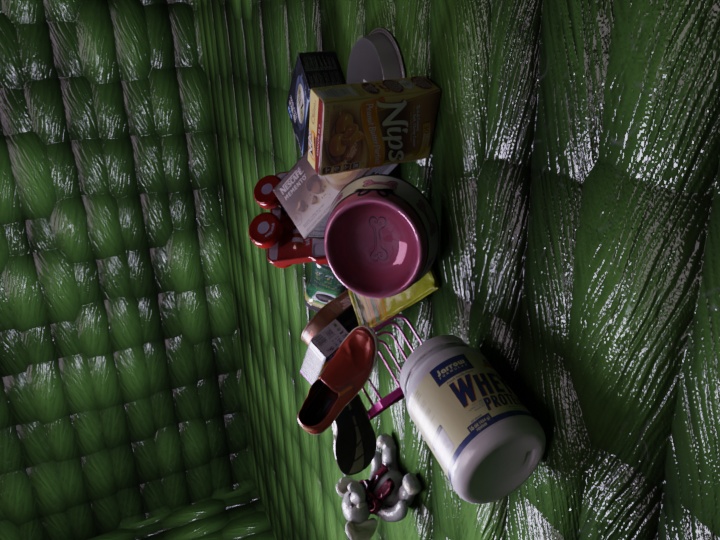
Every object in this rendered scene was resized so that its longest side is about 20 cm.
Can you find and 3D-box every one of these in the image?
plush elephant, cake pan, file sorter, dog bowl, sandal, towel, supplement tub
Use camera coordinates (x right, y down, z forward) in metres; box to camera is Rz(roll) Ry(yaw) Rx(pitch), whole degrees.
[{"bbox_3d":[0.023,0.482,1.324,0.166,0.151,0.205,-126,33,-47],"label":"plush elephant"},{"bbox_3d":[0.023,-0.323,1.102,0.199,0.036,0.207,169,91,-69],"label":"cake pan"},{"bbox_3d":[0.034,0.187,1.142,0.127,0.137,0.201,56,153,14],"label":"file sorter"},{"bbox_3d":[0.028,-0.046,0.997,0.074,0.194,0.206,-54,-35,-63],"label":"dog bowl"},{"bbox_3d":[-0.022,0.259,1.085,0.057,0.077,0.207,-153,51,-78],"label":"sandal"},{"bbox_3d":[0.053,0.033,1.099,0.198,0.018,0.088,-34,73,40],"label":"towel"},{"bbox_3d":[0.150,0.203,0.871,0.201,0.141,0.148,-126,32,-48],"label":"supplement tub"}]

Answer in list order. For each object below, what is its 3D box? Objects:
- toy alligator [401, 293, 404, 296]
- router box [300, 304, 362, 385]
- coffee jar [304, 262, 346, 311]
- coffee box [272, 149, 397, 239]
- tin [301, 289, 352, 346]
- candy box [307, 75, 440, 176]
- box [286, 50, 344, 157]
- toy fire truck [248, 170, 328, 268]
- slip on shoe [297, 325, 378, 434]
[{"bbox_3d":[0.053,-0.034,1.152,0.054,0.059,0.202,-44,55,13],"label":"toy alligator"},{"bbox_3d":[-0.026,0.129,1.227,0.051,0.199,0.150,43,149,14],"label":"router box"},{"bbox_3d":[-0.071,0.019,1.421,0.202,0.101,0.087,110,174,-52],"label":"coffee jar"},{"bbox_3d":[-0.046,-0.163,1.076,0.199,0.079,0.114,-43,74,22],"label":"coffee box"},{"bbox_3d":[-0.042,0.091,1.265,0.042,0.198,0.114,39,135,18],"label":"tin"},{"bbox_3d":[0.019,-0.221,0.934,0.056,0.195,0.118,54,148,43],"label":"candy box"},{"bbox_3d":[-0.084,-0.329,1.314,0.164,0.084,0.205,124,132,-61],"label":"box"},{"bbox_3d":[-0.117,-0.103,1.195,0.113,0.163,0.206,56,-147,-60],"label":"toy fire truck"},{"bbox_3d":[-0.036,0.180,1.009,0.073,0.202,0.061,35,180,21],"label":"slip on shoe"}]
